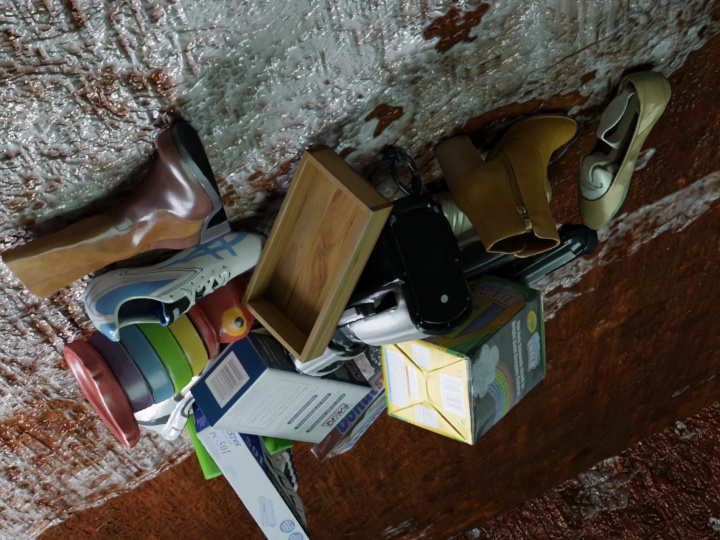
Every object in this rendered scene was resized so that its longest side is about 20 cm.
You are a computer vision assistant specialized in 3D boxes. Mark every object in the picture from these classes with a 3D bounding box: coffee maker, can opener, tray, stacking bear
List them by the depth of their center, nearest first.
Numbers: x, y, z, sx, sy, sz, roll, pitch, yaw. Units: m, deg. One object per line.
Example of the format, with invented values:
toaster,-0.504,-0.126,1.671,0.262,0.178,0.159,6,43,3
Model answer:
tray,-0.045,-0.015,1.496,0.037,0.099,0.200,-20,145,-45
stacking bear,-0.197,0.072,1.570,0.200,0.114,0.122,-33,119,-18
coffee maker,0.000,0.000,1.603,0.200,0.193,0.134,-20,153,39
can opener,0.122,-0.004,1.685,0.200,0.079,0.063,-28,169,-21

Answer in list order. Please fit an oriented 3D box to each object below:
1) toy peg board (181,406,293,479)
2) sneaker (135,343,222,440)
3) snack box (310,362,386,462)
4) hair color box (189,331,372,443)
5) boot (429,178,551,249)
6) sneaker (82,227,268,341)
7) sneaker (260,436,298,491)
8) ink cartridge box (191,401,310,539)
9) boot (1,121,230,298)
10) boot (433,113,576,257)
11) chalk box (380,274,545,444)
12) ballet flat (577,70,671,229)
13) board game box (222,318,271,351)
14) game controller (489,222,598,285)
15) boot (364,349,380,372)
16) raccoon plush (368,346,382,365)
toy peg board,-0.130,0.193,1.885,0.199,0.098,0.199,-21,167,-2
sneaker,-0.213,0.114,1.695,0.080,0.074,0.200,19,125,-17
snack box,0.018,0.151,1.809,0.200,0.024,0.072,-52,163,28
hair color box,-0.087,0.133,1.691,0.100,0.061,0.200,-46,148,18
boot,0.123,-0.044,1.760,0.154,0.072,0.200,-17,156,-24
sneaker,-0.177,0.015,1.510,0.199,0.073,0.072,-22,157,-20
sneaker,-0.129,0.245,1.998,0.081,0.075,0.200,-13,-160,-4
ink cartridge box,-0.127,0.230,1.748,0.044,0.094,0.200,-29,116,3
boot,-0.225,-0.051,1.341,0.199,0.069,0.188,-19,166,-5
boot,0.183,-0.088,1.624,0.201,0.144,0.071,-15,156,-33
chalk box,0.130,0.083,1.715,0.200,0.124,0.125,-37,132,-42
ballet flat,0.282,-0.139,1.708,0.063,0.069,0.201,2,120,-38
board game box,-0.096,0.075,1.804,0.199,0.035,0.136,-13,155,-35
game controller,0.192,0.002,1.805,0.200,0.042,0.104,-31,171,20
boot,0.108,0.094,2.058,0.154,0.074,0.203,-38,157,17
raccoon plush,0.028,0.054,1.837,0.134,0.097,0.200,-31,160,19
